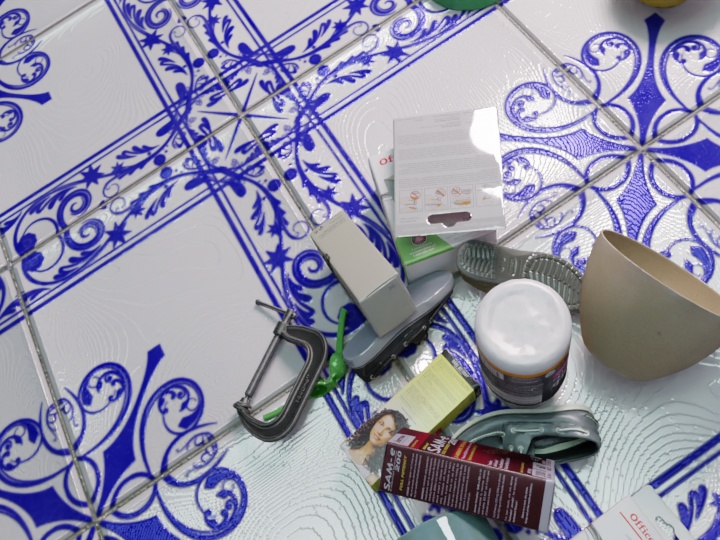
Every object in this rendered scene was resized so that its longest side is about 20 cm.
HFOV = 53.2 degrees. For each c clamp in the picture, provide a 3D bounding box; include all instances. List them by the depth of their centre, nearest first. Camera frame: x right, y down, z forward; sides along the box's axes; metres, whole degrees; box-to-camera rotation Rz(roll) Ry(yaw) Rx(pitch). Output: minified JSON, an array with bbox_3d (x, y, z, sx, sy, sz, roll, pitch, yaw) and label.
[{"bbox_3d":[-0.126,0.148,1.060,0.168,0.027,0.204,8,65,33],"label":"c clamp"}]

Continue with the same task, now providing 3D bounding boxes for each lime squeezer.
[{"bbox_3d":[-0.062,0.149,1.045,0.070,0.038,0.202,32,78,22],"label":"lime squeezer"}]

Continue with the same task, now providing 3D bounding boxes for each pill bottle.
[{"bbox_3d":[0.205,0.103,0.909,0.113,0.201,0.119,-5,63,11],"label":"pill bottle"}]

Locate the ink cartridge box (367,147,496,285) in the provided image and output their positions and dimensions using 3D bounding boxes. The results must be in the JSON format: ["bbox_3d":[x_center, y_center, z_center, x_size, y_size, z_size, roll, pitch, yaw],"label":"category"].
[{"bbox_3d":[0.107,-0.099,1.096,0.142,0.084,0.204,-20,61,3],"label":"ink cartridge box"}]

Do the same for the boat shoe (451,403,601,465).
[{"bbox_3d":[0.209,0.221,0.916,0.195,0.074,0.062,-12,30,3],"label":"boat shoe"}]

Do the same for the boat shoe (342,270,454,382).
[{"bbox_3d":[0.065,0.084,1.032,0.199,0.067,0.070,-41,27,-14],"label":"boat shoe"}]

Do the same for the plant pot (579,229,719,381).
[{"bbox_3d":[0.359,0.060,0.918,0.199,0.198,0.136,39,113,26],"label":"plant pot"}]

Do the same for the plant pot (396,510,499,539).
[{"bbox_3d":[0.117,0.396,0.806,0.197,0.202,0.198,-27,53,-1],"label":"plant pot"}]

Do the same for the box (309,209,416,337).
[{"bbox_3d":[0.000,0.000,1.039,0.068,0.083,0.200,-34,38,-3],"label":"box"}]

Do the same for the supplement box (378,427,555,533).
[{"bbox_3d":[0.130,0.245,0.859,0.195,0.109,0.063,9,90,15],"label":"supplement box"}]

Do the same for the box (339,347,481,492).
[{"bbox_3d":[0.070,0.203,0.980,0.199,0.050,0.075,-42,63,-9],"label":"box"}]

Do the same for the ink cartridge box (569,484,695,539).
[{"bbox_3d":[0.304,0.350,0.841,0.198,0.068,0.117,-36,62,-5],"label":"ink cartridge box"}]

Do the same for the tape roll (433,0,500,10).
[{"bbox_3d":[0.204,-0.573,1.322,0.195,0.048,0.205,-6,63,12],"label":"tape roll"}]

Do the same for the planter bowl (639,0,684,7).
[{"bbox_3d":[0.508,-0.502,1.193,0.195,0.084,0.205,-6,64,12],"label":"planter bowl"}]

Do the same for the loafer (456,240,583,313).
[{"bbox_3d":[0.228,0.011,1.024,0.196,0.070,0.077,21,73,4],"label":"loafer"}]

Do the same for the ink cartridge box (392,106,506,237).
[{"bbox_3d":[0.126,-0.135,1.037,0.157,0.050,0.205,-4,66,10],"label":"ink cartridge box"}]
